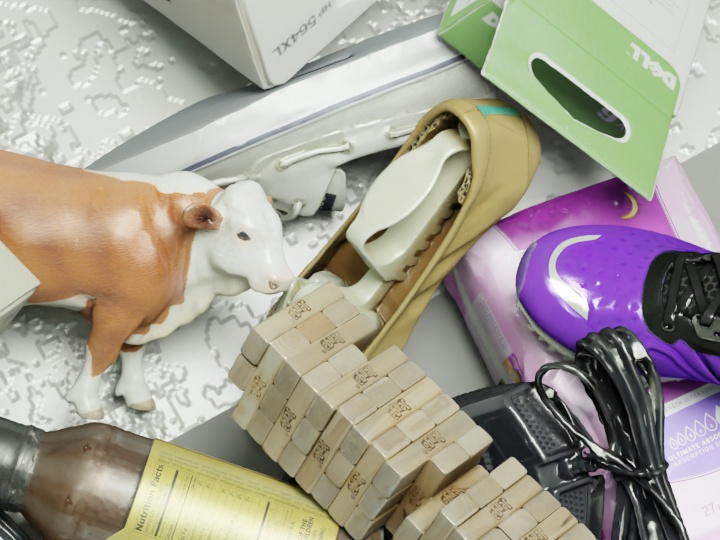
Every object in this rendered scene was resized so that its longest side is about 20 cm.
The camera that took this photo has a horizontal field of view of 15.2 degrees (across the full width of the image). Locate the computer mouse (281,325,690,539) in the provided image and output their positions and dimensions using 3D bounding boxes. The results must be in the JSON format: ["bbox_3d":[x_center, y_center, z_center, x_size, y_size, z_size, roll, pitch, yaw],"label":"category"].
[{"bbox_3d":[0.056,0.103,1.199,0.199,0.053,0.139,-11,94,27],"label":"computer mouse"}]

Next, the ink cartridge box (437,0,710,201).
[{"bbox_3d":[0.102,-0.123,1.252,0.104,0.059,0.200,36,50,-21],"label":"ink cartridge box"}]

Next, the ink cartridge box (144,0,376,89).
[{"bbox_3d":[-0.067,-0.200,1.263,0.200,0.084,0.146,36,71,29],"label":"ink cartridge box"}]

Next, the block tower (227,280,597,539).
[{"bbox_3d":[0.032,0.097,1.142,0.200,0.054,0.058,45,47,15],"label":"block tower"}]

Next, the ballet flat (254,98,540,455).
[{"bbox_3d":[0.000,0.000,1.209,0.069,0.063,0.200,44,105,29],"label":"ballet flat"}]

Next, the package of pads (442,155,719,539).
[{"bbox_3d":[0.134,0.056,1.242,0.120,0.076,0.201,-23,77,-15],"label":"package of pads"}]

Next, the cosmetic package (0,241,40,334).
[{"bbox_3d":[-0.245,-0.023,1.148,0.200,0.105,0.071,45,37,4],"label":"cosmetic package"}]

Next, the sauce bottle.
[{"bbox_3d":[-0.092,0.104,1.168,0.199,0.065,0.065,19,72,-2],"label":"sauce bottle"}]

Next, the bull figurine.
[{"bbox_3d":[-0.130,-0.001,1.215,0.199,0.065,0.122,15,103,3],"label":"bull figurine"}]

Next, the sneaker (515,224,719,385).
[{"bbox_3d":[0.169,0.015,1.166,0.199,0.100,0.070,18,66,-4],"label":"sneaker"}]

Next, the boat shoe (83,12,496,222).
[{"bbox_3d":[-0.030,-0.056,1.265,0.199,0.071,0.070,-22,102,-4],"label":"boat shoe"}]

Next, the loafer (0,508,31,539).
[{"bbox_3d":[-0.189,0.112,1.202,0.070,0.068,0.201,-29,71,-41],"label":"loafer"}]
